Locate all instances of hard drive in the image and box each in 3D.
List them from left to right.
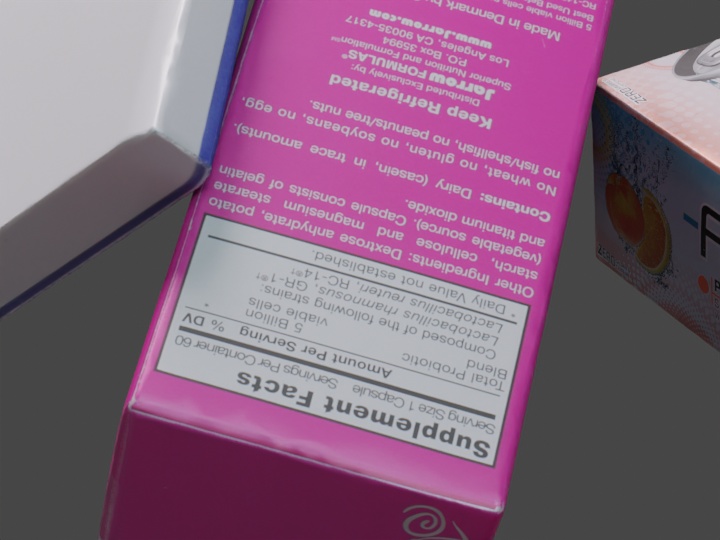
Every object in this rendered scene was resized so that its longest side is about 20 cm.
[{"bbox_3d":[-0.074,-0.083,0.833,0.025,0.132,0.200,33,47,-27],"label":"hard drive"}]

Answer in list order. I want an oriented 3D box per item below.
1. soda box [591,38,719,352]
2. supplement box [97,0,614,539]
[{"bbox_3d":[0.145,0.001,0.804,0.068,0.064,0.200,-19,34,-24],"label":"soda box"},{"bbox_3d":[0.000,0.000,0.799,0.103,0.101,0.200,17,53,0],"label":"supplement box"}]
